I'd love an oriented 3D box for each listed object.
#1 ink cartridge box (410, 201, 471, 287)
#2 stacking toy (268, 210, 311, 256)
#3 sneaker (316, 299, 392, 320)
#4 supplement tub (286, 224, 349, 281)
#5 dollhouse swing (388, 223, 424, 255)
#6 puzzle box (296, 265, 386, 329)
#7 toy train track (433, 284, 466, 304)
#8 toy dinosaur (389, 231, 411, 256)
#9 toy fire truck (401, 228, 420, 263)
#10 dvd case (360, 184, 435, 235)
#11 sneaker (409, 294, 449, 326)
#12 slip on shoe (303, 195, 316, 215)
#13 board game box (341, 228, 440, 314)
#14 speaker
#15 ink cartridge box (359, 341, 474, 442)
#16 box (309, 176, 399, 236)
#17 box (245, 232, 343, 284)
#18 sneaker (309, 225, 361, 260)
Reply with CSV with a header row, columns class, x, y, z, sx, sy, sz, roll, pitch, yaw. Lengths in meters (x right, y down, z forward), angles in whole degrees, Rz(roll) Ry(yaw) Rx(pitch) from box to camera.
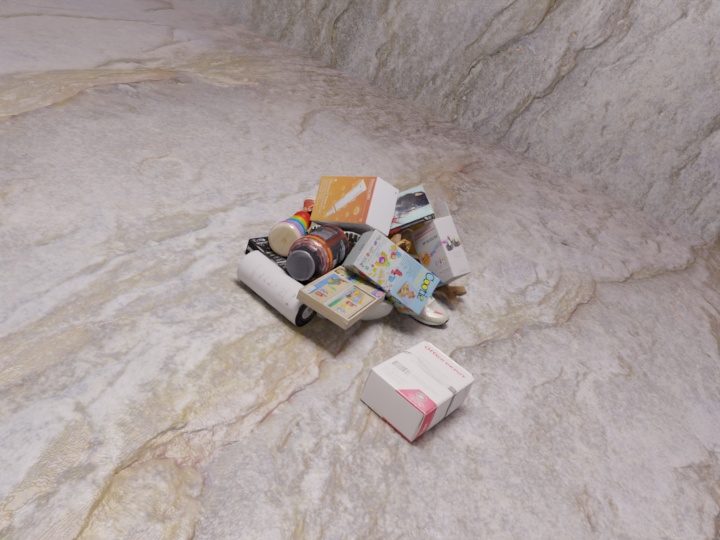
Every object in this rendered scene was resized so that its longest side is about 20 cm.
class,x,y,z,sx,sy,sz,roll,pitch,yaw
ink cartridge box,0.204,-0.066,1.780,0.067,0.115,0.202,-13,79,-34
stacking toy,-0.166,-0.107,1.708,0.085,0.086,0.200,22,24,2
sneaker,-0.017,0.063,1.586,0.198,0.075,0.089,5,51,-26
supplement tub,-0.104,-0.038,1.578,0.106,0.108,0.200,26,22,10
dollhouse swing,0.158,-0.149,2.020,0.198,0.182,0.177,13,49,-14
puzzle box,-0.039,0.056,1.492,0.132,0.026,0.200,31,26,14
toy train track,0.191,0.060,1.812,0.198,0.033,0.115,2,40,-22
toy dinosaur,0.083,-0.061,1.714,0.105,0.061,0.201,11,52,31
toy fire truck,0.113,-0.069,1.854,0.197,0.143,0.049,13,27,6
dvd case,0.088,-0.150,1.782,0.198,0.022,0.147,-21,38,6
sneaker,0.143,0.060,1.703,0.199,0.094,0.070,31,29,17
slip on shoe,-0.079,-0.149,1.962,0.198,0.074,0.062,24,62,-9
board game box,0.070,0.007,1.604,0.199,0.105,0.103,37,-13,-13
speaker,-0.188,0.039,1.523,0.199,0.082,0.081,35,31,25
ink cartridge box,0.119,0.241,1.379,0.146,0.083,0.199,36,32,26
box,-0.017,-0.166,1.725,0.198,0.126,0.097,7,-12,41
box,-0.166,-0.032,1.703,0.199,0.044,0.160,-12,43,-46
sneaker,-0.033,-0.071,1.718,0.198,0.079,0.089,23,18,29
